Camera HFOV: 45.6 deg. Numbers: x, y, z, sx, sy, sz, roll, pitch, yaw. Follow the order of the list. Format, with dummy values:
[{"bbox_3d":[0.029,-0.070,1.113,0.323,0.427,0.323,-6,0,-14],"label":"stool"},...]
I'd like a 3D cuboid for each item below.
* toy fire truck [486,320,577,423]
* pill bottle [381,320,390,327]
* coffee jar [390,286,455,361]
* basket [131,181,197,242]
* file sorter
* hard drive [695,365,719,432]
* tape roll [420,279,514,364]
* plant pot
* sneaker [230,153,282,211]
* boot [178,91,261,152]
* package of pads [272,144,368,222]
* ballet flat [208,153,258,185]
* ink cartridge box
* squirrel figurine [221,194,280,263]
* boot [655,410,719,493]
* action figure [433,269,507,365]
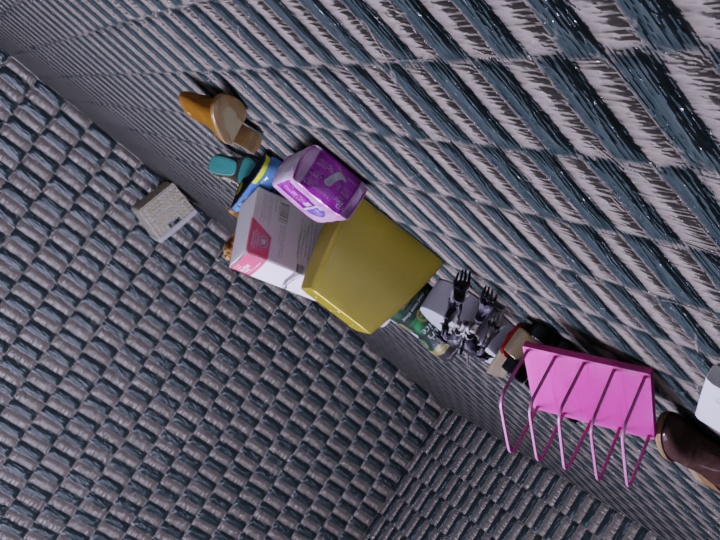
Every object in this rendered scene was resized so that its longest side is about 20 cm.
[{"bbox_3d":[0.307,0.172,1.489,0.175,0.130,0.200,36,-176,-6],"label":"toy fire truck"},{"bbox_3d":[-0.004,0.040,2.016,0.198,0.114,0.113,34,173,-11],"label":"pill bottle"},{"bbox_3d":[0.139,0.099,1.789,0.199,0.105,0.085,38,174,-19],"label":"coffee jar"},{"bbox_3d":[-0.791,-0.240,3.444,0.162,0.197,0.199,55,164,-20],"label":"basket"},{"bbox_3d":[0.320,0.216,1.271,0.196,0.126,0.141,11,134,34],"label":"file sorter"},{"bbox_3d":[0.488,0.187,1.069,0.131,0.027,0.200,33,172,26],"label":"hard drive"},{"bbox_3d":[0.211,0.104,1.645,0.198,0.067,0.200,36,173,5],"label":"tape roll"},{"bbox_3d":[0.000,0.000,1.545,0.199,0.178,0.200,37,172,-10],"label":"plant pot"},{"bbox_3d":[-0.195,-0.156,1.684,0.077,0.067,0.199,24,149,-21],"label":"sneaker"},{"bbox_3d":[-0.258,-0.270,1.461,0.142,0.072,0.201,31,176,16],"label":"boot"},{"bbox_3d":[-0.072,-0.140,1.409,0.120,0.076,0.200,36,172,-14],"label":"package of pads"},{"bbox_3d":[-0.243,-0.208,1.816,0.074,0.069,0.198,15,-177,-44],"label":"ballet flat"},{"bbox_3d":[-0.139,-0.047,1.648,0.197,0.150,0.082,23,147,-26],"label":"ink cartridge box"},{"bbox_3d":[-0.224,-0.083,1.940,0.141,0.202,0.186,38,-173,27],"label":"squirrel figurine"},{"bbox_3d":[0.552,0.283,1.293,0.200,0.073,0.165,42,158,-31],"label":"boot"},{"bbox_3d":[0.193,0.084,1.478,0.117,0.103,0.202,27,152,16],"label":"action figure"}]
